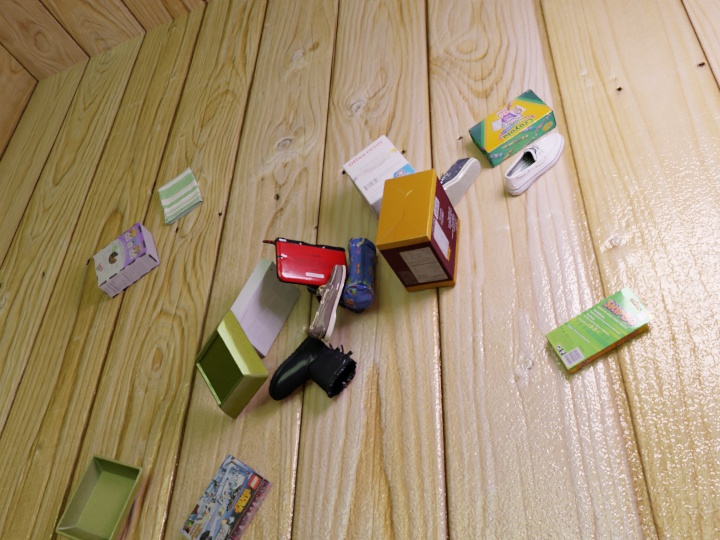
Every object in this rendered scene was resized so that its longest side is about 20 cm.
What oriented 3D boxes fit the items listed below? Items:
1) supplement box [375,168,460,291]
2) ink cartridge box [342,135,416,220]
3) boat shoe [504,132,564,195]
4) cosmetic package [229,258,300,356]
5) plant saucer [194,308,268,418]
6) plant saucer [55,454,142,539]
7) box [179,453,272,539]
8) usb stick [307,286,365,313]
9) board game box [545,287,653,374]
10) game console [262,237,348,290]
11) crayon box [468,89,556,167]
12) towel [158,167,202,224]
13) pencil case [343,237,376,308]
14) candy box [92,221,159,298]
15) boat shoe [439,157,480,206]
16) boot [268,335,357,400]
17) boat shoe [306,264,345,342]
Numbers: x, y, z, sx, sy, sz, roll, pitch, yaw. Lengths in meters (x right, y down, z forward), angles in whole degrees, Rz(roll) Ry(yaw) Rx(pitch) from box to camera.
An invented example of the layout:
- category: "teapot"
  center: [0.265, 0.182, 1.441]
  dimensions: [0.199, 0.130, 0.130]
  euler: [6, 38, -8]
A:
- category: "supplement box"
  center: [0.144, -0.093, 1.631]
  dimensions: [0.130, 0.201, 0.201]
  euler: [-9, 52, 25]
- category: "ink cartridge box"
  center: [0.072, -0.226, 1.812]
  dimensions: [0.146, 0.145, 0.201]
  euler: [-34, 46, 2]
- category: "boat shoe"
  center: [0.435, -0.277, 1.687]
  dimensions: [0.073, 0.067, 0.201]
  euler: [30, 75, 41]
- category: "cosmetic package"
  center: [-0.253, 0.096, 1.763]
  dimensions: [0.051, 0.151, 0.203]
  euler: [12, 63, 36]
- category: "plant saucer"
  center: [-0.331, 0.236, 1.662]
  dimensions: [0.201, 0.047, 0.201]
  euler: [54, 127, 20]
- category: "plant saucer"
  center: [-0.638, 0.581, 1.693]
  dimensions: [0.196, 0.048, 0.203]
  euler: [2, 58, 32]
- category: "box"
  center: [-0.306, 0.539, 1.541]
  dimensions: [0.135, 0.040, 0.202]
  euler: [18, 67, 40]
- category: "usb stick"
  center: [-0.061, 0.061, 1.757]
  dimensions: [0.198, 0.033, 0.056]
  euler: [21, 59, 40]
- category: "board game box"
  center: [0.488, 0.120, 1.387]
  dimensions: [0.198, 0.030, 0.096]
  euler: [-34, 47, 9]
- category: "game console"
  center: [-0.145, -0.016, 1.762]
  dimensions: [0.119, 0.196, 0.176]
  euler: [-45, 44, 50]
- category: "crayon box"
  center: [0.399, -0.376, 1.788]
  dimensions: [0.198, 0.058, 0.120]
  euler: [-33, 46, 5]
- category: "towel"
  center: [-0.625, -0.258, 2.338]
  dimensions: [0.151, 0.023, 0.202]
  euler: [-33, 46, 5]
- category: "pencil case"
  center: [0.000, 0.000, 1.707]
  dimensions: [0.076, 0.088, 0.203]
  euler: [5, 43, -1]
- category: "candy box"
  center: [-0.770, -0.035, 2.225]
  dimensions: [0.198, 0.072, 0.169]
  euler: [-35, 47, 3]
- category: "boat shoe"
  center: [0.233, -0.220, 1.764]
  dimensions: [0.062, 0.075, 0.200]
  euler: [25, 65, 42]
- category: "boot"
  center: [-0.110, 0.253, 1.617]
  dimensions: [0.161, 0.074, 0.199]
  euler: [25, 68, 41]
- category: "boat shoe"
  center: [-0.081, 0.072, 1.652]
  dimensions: [0.058, 0.072, 0.204]
  euler: [15, 66, -5]
